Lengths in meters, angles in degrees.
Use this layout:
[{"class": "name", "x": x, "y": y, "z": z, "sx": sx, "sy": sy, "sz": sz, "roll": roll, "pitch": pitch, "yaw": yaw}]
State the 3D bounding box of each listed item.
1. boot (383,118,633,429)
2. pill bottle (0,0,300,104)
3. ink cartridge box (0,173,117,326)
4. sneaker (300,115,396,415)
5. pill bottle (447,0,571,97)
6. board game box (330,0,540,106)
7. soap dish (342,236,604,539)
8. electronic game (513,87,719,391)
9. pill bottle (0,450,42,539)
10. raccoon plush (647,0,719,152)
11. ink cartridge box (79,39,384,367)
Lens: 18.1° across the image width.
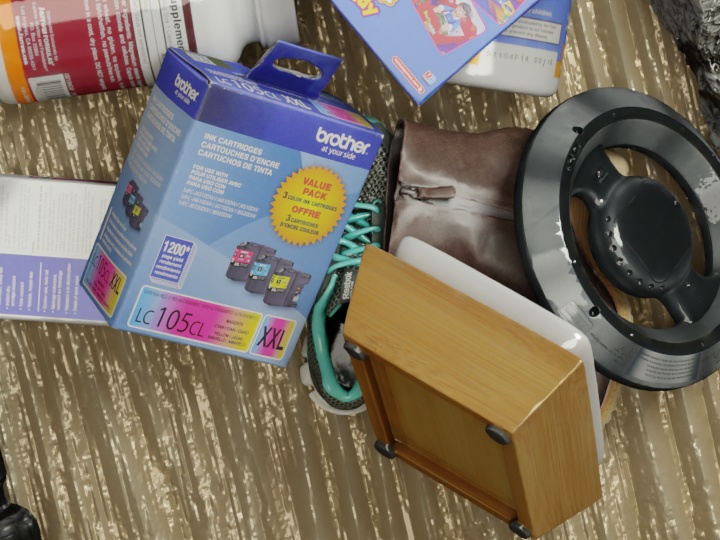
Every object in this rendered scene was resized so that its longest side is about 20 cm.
[{"class": "boot", "x": 0.092, "y": 0.004, "z": 1.478, "sx": 0.165, "sy": 0.072, "sz": 0.202, "roll": 5, "pitch": 81, "yaw": -17}, {"class": "pill bottle", "x": -0.142, "y": -0.175, "z": 1.453, "sx": 0.198, "sy": 0.113, "sz": 0.114, "roll": -8, "pitch": 96, "yaw": 0}, {"class": "ink cartridge box", "x": -0.195, "y": -0.013, "z": 1.508, "sx": 0.198, "sy": 0.037, "sz": 0.095, "roll": 4, "pitch": 96, "yaw": -3}, {"class": "sneaker", "x": 0.000, "y": 0.000, "z": 1.482, "sx": 0.077, "sy": 0.091, "sz": 0.202, "roll": 1, "pitch": 95, "yaw": -1}, {"class": "pill bottle", "x": 0.087, "y": -0.218, "z": 1.451, "sx": 0.111, "sy": 0.112, "sz": 0.202, "roll": 9, "pitch": 96, "yaw": -1}, {"class": "board game box", "x": 0.022, "y": -0.220, "z": 1.369, "sx": 0.134, "sy": 0.045, "sz": 0.200, "roll": -39, "pitch": 95, "yaw": 6}, {"class": "soap dish", "x": 0.070, "y": 0.078, "z": 1.415, "sx": 0.157, "sy": 0.200, "sz": 0.081, "roll": 29, "pitch": 70, "yaw": 23}, {"class": "electronic game", "x": 0.179, "y": -0.021, "z": 1.457, "sx": 0.199, "sy": 0.042, "sz": 0.201, "roll": 12, "pitch": 68, "yaw": -33}, {"class": "pill bottle", "x": -0.257, "y": 0.221, "z": 1.492, "sx": 0.111, "sy": 0.112, "sz": 0.201, "roll": -13, "pitch": 96, "yaw": 1}, {"class": "raccoon plush", "x": 0.262, "y": -0.190, "z": 1.488, "sx": 0.133, "sy": 0.097, "sz": 0.201, "roll": -26, "pitch": 125, "yaw": -11}, {"class": "ink cartridge box", "x": -0.077, "y": -0.053, "z": 1.428, "sx": 0.136, "sy": 0.076, "sz": 0.201, "roll": 14, "pitch": 105, "yaw": -33}]
